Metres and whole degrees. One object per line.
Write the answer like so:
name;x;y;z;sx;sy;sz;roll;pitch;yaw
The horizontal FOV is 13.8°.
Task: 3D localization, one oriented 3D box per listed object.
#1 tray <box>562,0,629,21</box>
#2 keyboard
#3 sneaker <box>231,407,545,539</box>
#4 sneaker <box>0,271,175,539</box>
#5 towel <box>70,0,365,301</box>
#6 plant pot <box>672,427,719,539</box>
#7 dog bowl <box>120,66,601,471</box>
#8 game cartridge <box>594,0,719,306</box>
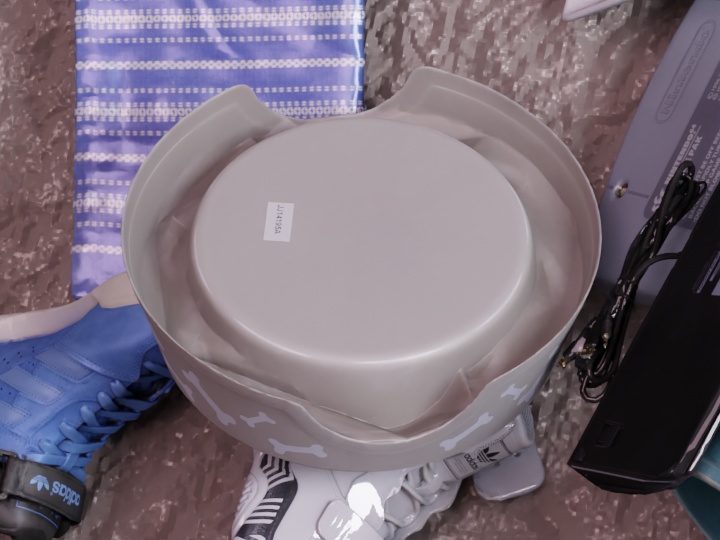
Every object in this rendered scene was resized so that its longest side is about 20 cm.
tray;0.167;-0.169;1.280;0.200;0.022;0.108;-16;47;56
keyboard;0.139;-0.002;1.168;0.200;0.021;0.127;-59;25;-12
sneaker;0.013;0.098;1.272;0.114;0.075;0.201;1;63;18
sneaker;-0.123;0.069;1.331;0.199;0.077;0.112;-11;65;23
towel;-0.068;-0.079;1.363;0.144;0.024;0.201;1;91;18
plant pot;0.254;0.078;1.148;0.188;0.200;0.200;-45;65;-6
dog bowl;0.000;0.000;1.253;0.199;0.059;0.201;0;47;0
game cartridge;0.174;-0.072;1.257;0.133;0.040;0.201;21;81;55
